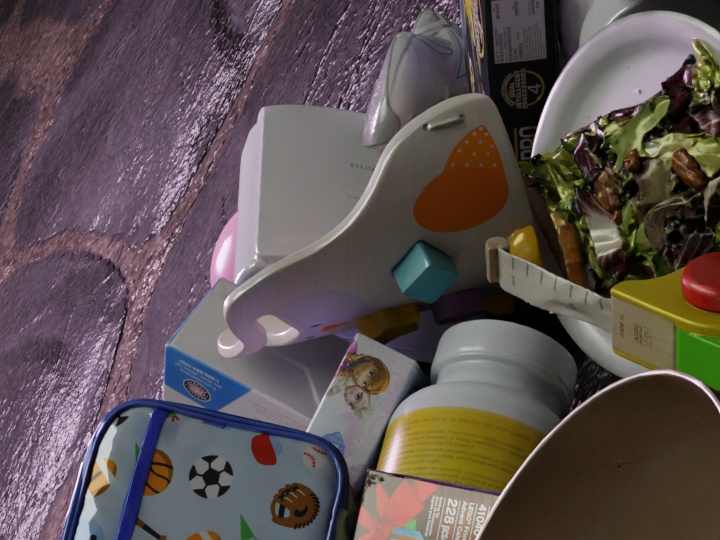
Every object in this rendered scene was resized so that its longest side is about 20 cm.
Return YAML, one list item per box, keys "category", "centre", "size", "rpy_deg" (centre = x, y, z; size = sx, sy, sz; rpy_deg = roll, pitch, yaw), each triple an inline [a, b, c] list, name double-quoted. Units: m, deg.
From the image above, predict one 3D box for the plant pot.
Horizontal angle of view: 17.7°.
- category: "plant pot"
  centre: [0.141, 0.162, 0.983]
  size: [0.200, 0.134, 0.201]
  rpy_deg: [-47, 25, 30]

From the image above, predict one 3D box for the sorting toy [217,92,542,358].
- category: "sorting toy"
  centre: [0.000, 0.000, 1.330]
  size: [0.179, 0.108, 0.200]
  rpy_deg: [-23, -9, -9]

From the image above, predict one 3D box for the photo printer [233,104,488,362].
- category: "photo printer"
  centre: [0.000, -0.033, 1.518]
  size: [0.201, 0.165, 0.070]
  rpy_deg: [-89, 14, -53]

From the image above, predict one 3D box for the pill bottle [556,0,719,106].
- category: "pill bottle"
  centre: [0.168, -0.168, 1.374]
  size: [0.114, 0.114, 0.201]
  rpy_deg: [-50, 24, 25]

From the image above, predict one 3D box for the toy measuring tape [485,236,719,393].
- category: "toy measuring tape"
  centre: [0.155, 0.015, 1.176]
  size: [0.199, 0.073, 0.074]
  rpy_deg: [24, 84, 40]

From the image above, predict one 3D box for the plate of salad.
- category: "plate of salad"
  centre: [0.149, -0.039, 1.238]
  size: [0.199, 0.048, 0.202]
  rpy_deg: [1, 92, 53]

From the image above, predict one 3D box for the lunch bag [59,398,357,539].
- category: "lunch bag"
  centre: [-0.093, 0.174, 1.209]
  size: [0.076, 0.159, 0.201]
  rpy_deg: [82, -158, -69]

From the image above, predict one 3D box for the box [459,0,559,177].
- category: "box"
  centre: [0.092, -0.121, 1.419]
  size: [0.162, 0.049, 0.201]
  rpy_deg: [-95, -1, -56]

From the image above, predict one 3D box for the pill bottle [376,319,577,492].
- category: "pill bottle"
  centre: [0.059, 0.132, 1.240]
  size: [0.112, 0.112, 0.201]
  rpy_deg: [-31, 36, 52]

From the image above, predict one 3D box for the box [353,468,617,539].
- category: "box"
  centre: [0.049, 0.206, 1.107]
  size: [0.136, 0.039, 0.202]
  rpy_deg: [8, 83, 29]

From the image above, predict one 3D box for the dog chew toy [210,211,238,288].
- category: "dog chew toy"
  centre: [-0.031, 0.028, 1.581]
  size: [0.125, 0.124, 0.200]
  rpy_deg: [-53, 31, 17]

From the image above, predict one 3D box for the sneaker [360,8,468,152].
- category: "sneaker"
  centre: [0.055, -0.123, 1.545]
  size: [0.200, 0.080, 0.071]
  rpy_deg: [-53, -14, -64]

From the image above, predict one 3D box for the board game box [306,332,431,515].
- category: "board game box"
  centre: [-0.017, 0.148, 1.355]
  size: [0.201, 0.041, 0.200]
  rpy_deg: [-63, -12, -7]

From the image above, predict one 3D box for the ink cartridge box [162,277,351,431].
- category: "ink cartridge box"
  centre: [-0.063, 0.110, 1.464]
  size: [0.067, 0.116, 0.201]
  rpy_deg: [-53, -17, -36]
